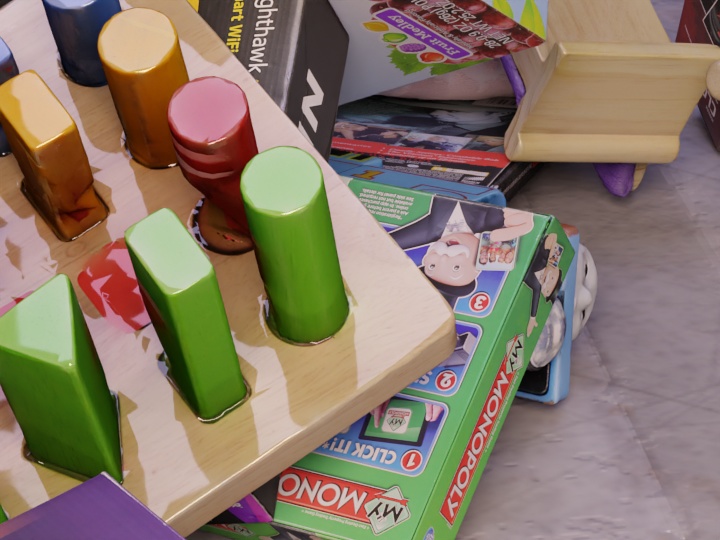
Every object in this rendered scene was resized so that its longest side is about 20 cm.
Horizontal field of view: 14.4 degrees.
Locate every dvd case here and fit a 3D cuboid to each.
[{"bbox_3d":[0.008,-0.057,1.280,0.146,0.022,0.200,8,16,12],"label":"dvd case"}]

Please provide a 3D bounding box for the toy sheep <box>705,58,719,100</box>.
[{"bbox_3d":[0.229,-0.078,1.216,0.200,0.138,0.138,6,14,-36],"label":"toy sheep"}]

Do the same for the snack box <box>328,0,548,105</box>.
[{"bbox_3d":[-0.054,-0.129,1.059,0.168,0.068,0.200,-14,-30,40],"label":"snack box"}]

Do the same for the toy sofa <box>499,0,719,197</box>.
[{"bbox_3d":[0.076,-0.130,1.275,0.083,0.098,0.200,1,50,-27],"label":"toy sofa"}]

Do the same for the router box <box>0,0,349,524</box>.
[{"bbox_3d":[-0.092,-0.008,1.004,0.149,0.051,0.200,-4,60,20],"label":"router box"}]

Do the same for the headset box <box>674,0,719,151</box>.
[{"bbox_3d":[0.234,-0.140,1.312,0.148,0.200,0.075,-8,52,-11],"label":"headset box"}]

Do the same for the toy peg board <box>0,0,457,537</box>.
[{"bbox_3d":[-0.107,-0.013,0.906,0.200,0.098,0.199,-33,63,-13],"label":"toy peg board"}]

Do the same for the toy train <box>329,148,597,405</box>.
[{"bbox_3d":[0.000,0.000,1.107,0.200,0.087,0.114,11,19,29],"label":"toy train"}]

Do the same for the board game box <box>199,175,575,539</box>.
[{"bbox_3d":[-0.039,0.026,1.011,0.200,0.029,0.135,12,67,30],"label":"board game box"}]

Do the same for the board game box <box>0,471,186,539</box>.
[{"bbox_3d":[-0.090,0.142,0.747,0.165,0.057,0.200,-28,29,-21],"label":"board game box"}]

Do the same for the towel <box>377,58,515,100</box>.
[{"bbox_3d":[0.008,-0.111,1.387,0.200,0.032,0.191,0,13,-26],"label":"towel"}]
